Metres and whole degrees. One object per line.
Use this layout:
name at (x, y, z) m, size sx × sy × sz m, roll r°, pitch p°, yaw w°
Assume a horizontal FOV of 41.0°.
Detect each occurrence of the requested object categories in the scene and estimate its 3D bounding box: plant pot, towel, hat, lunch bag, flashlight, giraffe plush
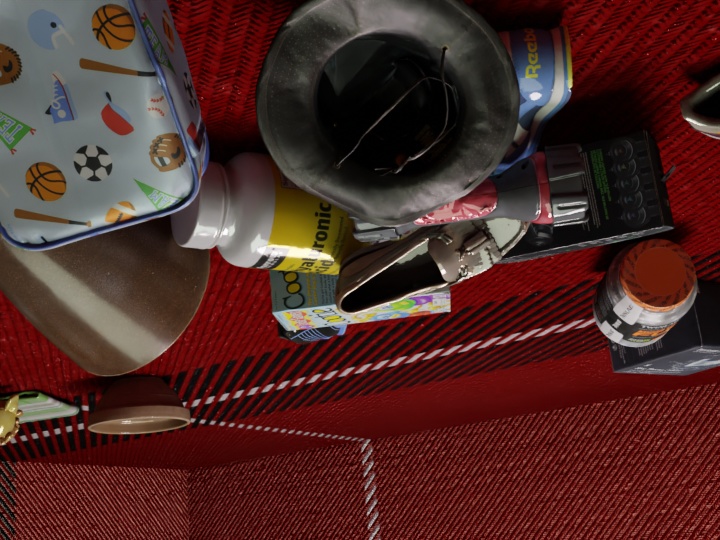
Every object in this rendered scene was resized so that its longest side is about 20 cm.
plant pot at (-0.274, -0.026, 0.909) m, size 0.186 × 0.188 × 0.200 m, roll -13°, pitch 146°, yaw 23°
towel at (-0.696, 0.282, 2.019) m, size 0.148 × 0.031 × 0.200 m, roll -9°, pitch 161°, yaw 4°
plant pot at (-0.442, 0.266, 1.922) m, size 0.199 × 0.093 × 0.201 m, roll -6°, pitch 164°, yaw -2°
hat at (0.017, -0.137, 0.729) m, size 0.199 × 0.081 × 0.202 m, roll -5°, pitch 124°, yaw -7°
lunch bag at (-0.190, -0.118, 0.596) m, size 0.159 × 0.201 × 0.076 m, roll -14°, pitch -155°, yaw 6°
flashlight at (0.089, -0.061, 0.812) m, size 0.198 × 0.068 × 0.068 m, roll -7°, pitch 130°, yaw 10°
giraffe plush at (-0.738, 0.292, 1.846) m, size 0.172 × 0.201 × 0.162 m, roll -28°, pitch -179°, yaw 45°

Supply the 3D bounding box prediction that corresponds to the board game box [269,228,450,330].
board game box at (0.000, 0.000, 1.116) m, size 0.198 × 0.106 × 0.103 m, roll -7°, pitch 165°, yaw 4°

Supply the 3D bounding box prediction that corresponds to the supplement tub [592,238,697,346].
supplement tub at (0.402, 0.031, 1.363) m, size 0.122 × 0.124 × 0.200 m, roll -7°, pitch 163°, yaw 4°

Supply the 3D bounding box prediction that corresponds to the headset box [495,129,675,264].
headset box at (0.213, -0.068, 0.957) m, size 0.199 × 0.094 × 0.174 m, roll -12°, pitch 178°, yaw 22°

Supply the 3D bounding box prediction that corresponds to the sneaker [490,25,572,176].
sneaker at (0.113, -0.137, 0.811) m, size 0.082 × 0.074 × 0.200 m, roll -2°, pitch 155°, yaw -8°

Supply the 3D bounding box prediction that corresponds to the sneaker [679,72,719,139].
sneaker at (0.370, -0.158, 0.809) m, size 0.090 × 0.076 × 0.199 m, roll 2°, pitch 162°, yaw -40°

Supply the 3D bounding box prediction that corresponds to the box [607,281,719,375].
box at (0.566, 0.104, 1.672) m, size 0.195 × 0.118 × 0.200 m, roll 5°, pitch 159°, yaw -32°

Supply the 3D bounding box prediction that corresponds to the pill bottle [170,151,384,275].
pill bottle at (-0.078, -0.056, 0.941) m, size 0.199 × 0.112 × 0.111 m, roll 5°, pitch 161°, yaw -30°

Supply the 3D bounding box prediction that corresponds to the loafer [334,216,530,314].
loafer at (0.064, -0.007, 0.884) m, size 0.199 × 0.063 × 0.072 m, roll -23°, pitch 113°, yaw 25°

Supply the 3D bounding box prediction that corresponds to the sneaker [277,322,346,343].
sneaker at (-0.074, 0.073, 1.441) m, size 0.077 × 0.071 × 0.200 m, roll -8°, pitch 165°, yaw -16°
